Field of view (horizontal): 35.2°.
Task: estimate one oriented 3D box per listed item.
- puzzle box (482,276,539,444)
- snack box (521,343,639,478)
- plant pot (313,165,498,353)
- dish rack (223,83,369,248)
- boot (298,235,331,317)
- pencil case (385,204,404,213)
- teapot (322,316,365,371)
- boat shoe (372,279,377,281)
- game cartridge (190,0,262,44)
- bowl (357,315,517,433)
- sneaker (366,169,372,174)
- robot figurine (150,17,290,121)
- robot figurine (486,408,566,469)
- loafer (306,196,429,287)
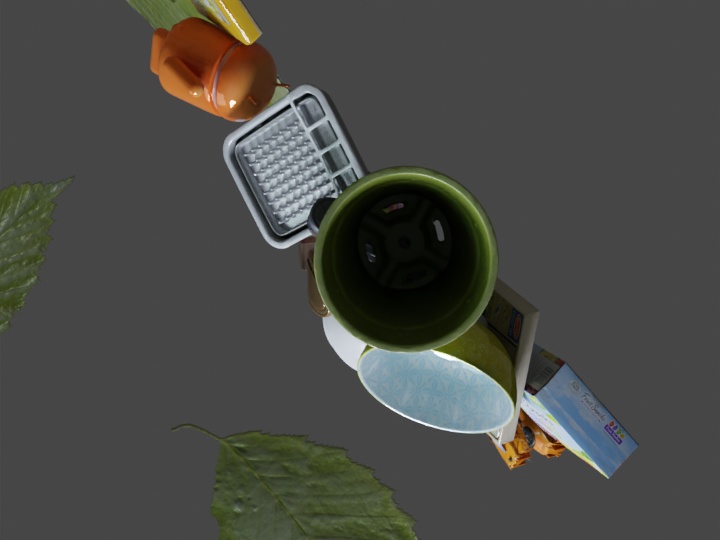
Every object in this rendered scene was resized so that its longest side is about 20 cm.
[{"bbox_3d":[0.162,0.105,1.447,0.133,0.025,0.202,41,134,45],"label":"puzzle box"},{"bbox_3d":[0.256,0.169,1.517,0.169,0.068,0.200,47,174,-21],"label":"snack box"},{"bbox_3d":[0.050,-0.023,1.305,0.200,0.200,0.190,48,-174,-5],"label":"plant pot"},{"bbox_3d":[-0.078,-0.137,1.490,0.043,0.199,0.173,-30,-87,-52],"label":"dish rack"},{"bbox_3d":[0.000,0.000,1.569,0.200,0.154,0.077,-116,24,-69],"label":"boot"},{"bbox_3d":[-0.004,-0.072,1.539,0.199,0.088,0.088,25,163,29],"label":"pencil case"},{"bbox_3d":[0.008,0.070,1.779,0.145,0.202,0.196,-2,169,42],"label":"teapot"},{"bbox_3d":[0.042,0.054,1.464,0.072,0.070,0.201,55,-169,29],"label":"boat shoe"},{"bbox_3d":[-0.224,-0.397,1.481,0.176,0.032,0.200,41,172,50],"label":"game cartridge"},{"bbox_3d":[0.105,0.102,1.387,0.198,0.108,0.201,16,149,10],"label":"bowl"},{"bbox_3d":[-0.009,-0.088,1.647,0.070,0.093,0.200,44,173,30],"label":"sneaker"},{"bbox_3d":[-0.200,-0.276,1.569,0.199,0.117,0.144,26,173,22],"label":"robot figurine"},{"bbox_3d":[0.220,0.192,1.688,0.201,0.144,0.058,62,142,29],"label":"robot figurine"},{"bbox_3d":[0.023,-0.030,1.442,0.199,0.072,0.063,27,160,-5],"label":"loafer"}]
